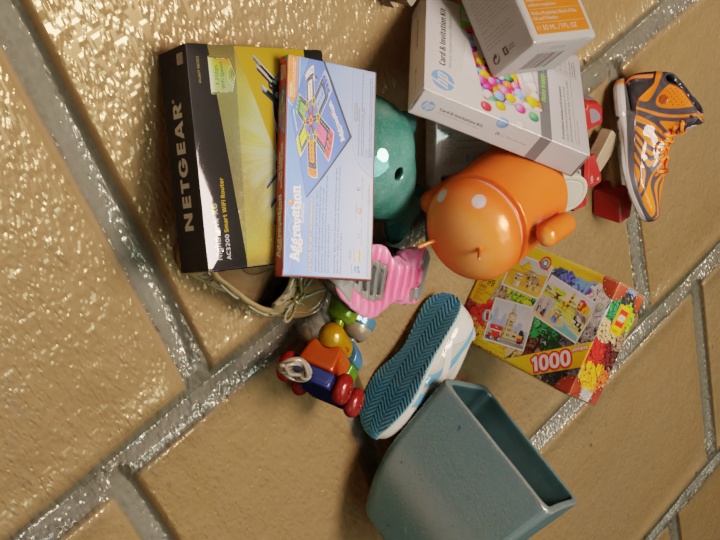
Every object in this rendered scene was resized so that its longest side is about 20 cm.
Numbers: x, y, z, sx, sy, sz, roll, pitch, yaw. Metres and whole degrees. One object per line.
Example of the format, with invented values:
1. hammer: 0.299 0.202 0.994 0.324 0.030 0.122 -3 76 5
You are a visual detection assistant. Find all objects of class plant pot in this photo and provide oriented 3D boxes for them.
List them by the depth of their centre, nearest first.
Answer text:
1. plant pot: 0.123 0.281 1.221 0.200 0.197 0.195 -44 158 11

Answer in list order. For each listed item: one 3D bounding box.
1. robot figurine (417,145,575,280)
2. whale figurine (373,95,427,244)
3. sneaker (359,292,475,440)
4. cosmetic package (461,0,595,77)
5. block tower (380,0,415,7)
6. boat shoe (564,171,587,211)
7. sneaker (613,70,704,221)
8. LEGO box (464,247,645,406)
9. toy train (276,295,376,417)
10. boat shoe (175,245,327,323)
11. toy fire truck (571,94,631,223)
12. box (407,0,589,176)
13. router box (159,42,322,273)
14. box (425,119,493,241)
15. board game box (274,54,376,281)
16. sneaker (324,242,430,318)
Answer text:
1. robot figurine: 0.149 -0.066 1.044 0.199 0.144 0.117 -38 172 -39
2. whale figurine: 0.023 -0.098 1.041 0.160 0.103 0.200 -55 138 -10
3. sneaker: 0.077 0.130 1.213 0.201 0.076 0.081 -53 136 -9
4. cosmetic package: 0.156 -0.313 1.016 0.100 0.071 0.203 -15 80 -36
5. block tower: 0.005 -0.345 0.950 0.054 0.057 0.200 -54 136 -8
6. boat shoe: 0.187 -0.111 1.211 0.196 0.062 0.076 -6 126 -18
7. sneaker: 0.413 -0.171 1.320 0.077 0.110 0.204 -24 104 -62
8. LEGO box: 0.237 0.059 1.240 0.077 0.199 0.151 23 92 -45
9. toy train: -0.034 0.076 1.044 0.200 0.083 0.117 64 48 -68
10. boat shoe: -0.100 0.012 1.004 0.198 0.062 0.074 19 95 -46
11. toy fire truck: 0.317 -0.150 1.330 0.140 0.048 0.204 -25 123 -33
12. box: 0.147 -0.200 1.035 0.197 0.158 0.041 18 141 -16
13. router box: -0.101 -0.106 0.915 0.155 0.052 0.204 -8 94 -40
14. box: 0.145 -0.134 1.135 0.141 0.036 0.204 -5 105 -18
15. board game box: -0.032 -0.094 0.920 0.101 0.019 0.205 4 86 -36
16. sneaker: 0.000 0.000 1.052 0.199 0.094 0.081 2 104 -64
